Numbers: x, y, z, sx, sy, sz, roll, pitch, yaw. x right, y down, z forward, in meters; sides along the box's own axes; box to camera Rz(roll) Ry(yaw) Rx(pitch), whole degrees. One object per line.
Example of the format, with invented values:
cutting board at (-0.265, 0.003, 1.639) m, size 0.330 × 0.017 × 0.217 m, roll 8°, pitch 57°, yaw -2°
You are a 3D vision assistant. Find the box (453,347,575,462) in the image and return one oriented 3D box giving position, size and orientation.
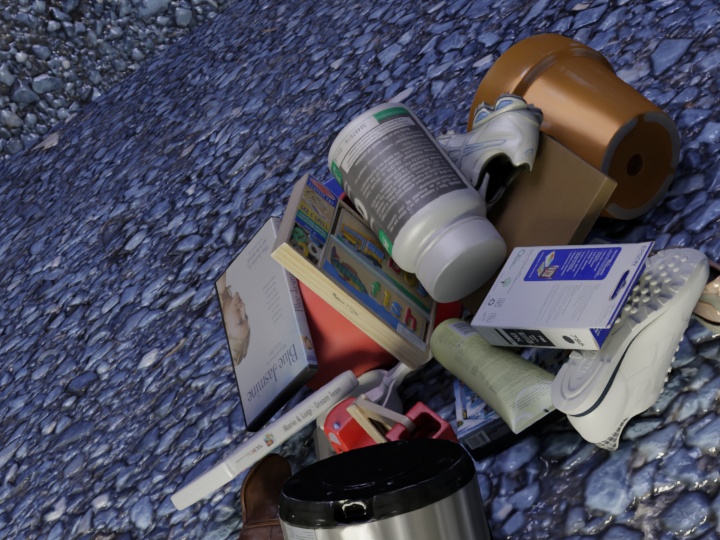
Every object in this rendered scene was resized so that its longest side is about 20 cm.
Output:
box at (0.187, 0.096, 1.463) m, size 0.199 × 0.040 × 0.137 m, roll -29°, pitch 27°, yaw 18°

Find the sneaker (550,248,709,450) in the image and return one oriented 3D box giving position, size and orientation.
sneaker at (0.257, 0.068, 1.337) m, size 0.200 × 0.080 × 0.076 m, roll -50°, pitch 25°, yaw -7°

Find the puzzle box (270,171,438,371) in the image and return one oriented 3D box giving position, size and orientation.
puzzle box at (0.000, 0.000, 1.521) m, size 0.025 × 0.200 × 0.134 m, roll -39°, pitch 21°, yaw 31°

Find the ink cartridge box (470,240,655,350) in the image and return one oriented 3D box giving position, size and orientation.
ink cartridge box at (0.194, 0.024, 1.360) m, size 0.199 × 0.039 × 0.100 m, roll -1°, pitch 51°, yaw 58°

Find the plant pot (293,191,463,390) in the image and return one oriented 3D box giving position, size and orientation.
plant pot at (-0.009, 0.034, 1.666) m, size 0.177 × 0.200 × 0.201 m, roll -40°, pitch 20°, yaw 32°

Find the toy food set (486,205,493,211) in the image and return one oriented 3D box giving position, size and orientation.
toy food set at (0.111, -0.089, 1.785) m, size 0.143 × 0.061 × 0.199 m, roll -18°, pitch 1°, yaw 36°

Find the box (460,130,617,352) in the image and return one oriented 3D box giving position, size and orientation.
box at (0.174, -0.033, 1.517) m, size 0.201 × 0.021 × 0.164 m, roll -60°, pitch 28°, yaw 11°

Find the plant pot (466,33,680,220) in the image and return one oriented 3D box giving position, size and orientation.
plant pot at (0.251, -0.146, 1.642) m, size 0.200 × 0.201 × 0.183 m, roll -43°, pitch 40°, yaw -13°

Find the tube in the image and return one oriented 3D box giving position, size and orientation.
tube at (0.133, 0.103, 1.425) m, size 0.200 × 0.052 × 0.058 m, roll 34°, pitch 103°, yaw 60°

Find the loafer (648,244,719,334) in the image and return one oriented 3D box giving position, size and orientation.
loafer at (0.315, 0.004, 1.423) m, size 0.072 × 0.063 × 0.200 m, roll -41°, pitch 25°, yaw -8°

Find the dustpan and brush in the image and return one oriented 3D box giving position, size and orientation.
dustpan and brush at (0.019, 0.140, 1.587) m, size 0.199 × 0.057 × 0.140 m, roll -33°, pitch 25°, yaw 10°

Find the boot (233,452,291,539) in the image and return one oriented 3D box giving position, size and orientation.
boot at (-0.037, 0.241, 1.490) m, size 0.199 × 0.064 × 0.187 m, roll -21°, pitch 33°, yaw 30°

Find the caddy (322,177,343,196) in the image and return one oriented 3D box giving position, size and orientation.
caddy at (0.004, -0.087, 1.956) m, size 0.199 × 0.105 × 0.141 m, roll -32°, pitch 3°, yaw 13°

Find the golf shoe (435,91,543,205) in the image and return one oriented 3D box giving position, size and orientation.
golf shoe at (0.118, -0.106, 1.580) m, size 0.200 × 0.078 × 0.098 m, roll -39°, pitch 41°, yaw 46°

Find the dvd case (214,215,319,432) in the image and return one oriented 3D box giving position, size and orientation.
dvd case at (-0.109, 0.061, 1.639) m, size 0.143 × 0.017 × 0.201 m, roll -46°, pitch 49°, yaw 41°

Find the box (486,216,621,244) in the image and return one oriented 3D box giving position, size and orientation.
box at (0.182, -0.012, 1.614) m, size 0.121 × 0.033 × 0.200 m, roll -35°, pitch 32°, yaw -21°

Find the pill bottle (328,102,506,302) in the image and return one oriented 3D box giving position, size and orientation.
pill bottle at (0.060, -0.071, 1.533) m, size 0.113 × 0.113 × 0.201 m, roll -36°, pitch 62°, yaw 1°

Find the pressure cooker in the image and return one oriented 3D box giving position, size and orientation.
pressure cooker at (0.028, 0.258, 1.224) m, size 0.177 × 0.202 × 0.176 m, roll -12°, pitch 7°, yaw 3°

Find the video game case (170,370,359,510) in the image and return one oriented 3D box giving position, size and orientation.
video game case at (-0.107, 0.186, 1.588) m, size 0.182 × 0.024 × 0.200 m, roll -34°, pitch -2°, yaw -29°

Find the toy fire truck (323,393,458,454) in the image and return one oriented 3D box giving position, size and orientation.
toy fire truck at (0.026, 0.165, 1.426) m, size 0.049 × 0.142 × 0.199 m, roll -44°, pitch 43°, yaw -18°
